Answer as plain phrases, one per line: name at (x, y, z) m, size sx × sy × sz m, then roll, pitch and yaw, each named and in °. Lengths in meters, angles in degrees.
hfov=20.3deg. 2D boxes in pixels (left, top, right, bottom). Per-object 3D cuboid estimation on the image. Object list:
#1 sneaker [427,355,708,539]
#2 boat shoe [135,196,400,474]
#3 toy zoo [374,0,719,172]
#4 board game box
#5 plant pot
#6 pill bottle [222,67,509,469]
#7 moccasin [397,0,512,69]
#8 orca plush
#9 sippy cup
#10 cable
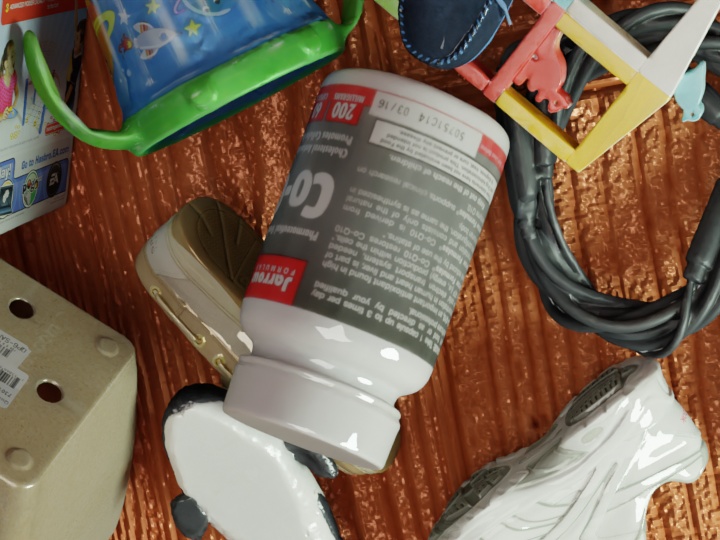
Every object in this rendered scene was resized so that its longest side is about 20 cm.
sneaker at (0.121, 0.145, 1.186) m, size 0.200 × 0.078 × 0.099 m, roll -39°, pitch 98°, yaw 17°
boat shoe at (-0.056, 0.047, 1.201) m, size 0.069 × 0.074 × 0.200 m, roll -30°, pitch 104°, yaw 38°
toy zoo at (0.108, -0.147, 1.098) m, size 0.200 × 0.020 × 0.131 m, roll 41°, pitch 111°, yaw 4°
board game box at (-0.216, -0.118, 1.118) m, size 0.056 × 0.200 × 0.197 m, roll 11°, pitch 104°, yaw 12°
plant pot at (-0.236, 0.100, 1.144) m, size 0.199 × 0.200 × 0.177 m, roll 32°, pitch 129°, yaw 1°
pill bottle at (0.000, 0.000, 1.118) m, size 0.113 × 0.114 × 0.201 m, roll 19°, pitch 81°, yaw 5°
moccasin at (0.055, -0.203, 1.051) m, size 0.080 × 0.068 × 0.201 m, roll 16°, pitch 107°, yaw 13°
orca plush at (-0.045, 0.127, 1.214) m, size 0.200 × 0.071 × 0.105 m, roll 35°, pitch 117°, yaw -21°
sippy cup at (-0.095, -0.151, 1.126) m, size 0.139 × 0.178 × 0.131 m, roll -24°, pitch 93°, yaw 38°
cable at (0.164, -0.050, 1.152) m, size 0.162 × 0.051 × 0.201 m, roll -10°, pitch 97°, yaw 7°
